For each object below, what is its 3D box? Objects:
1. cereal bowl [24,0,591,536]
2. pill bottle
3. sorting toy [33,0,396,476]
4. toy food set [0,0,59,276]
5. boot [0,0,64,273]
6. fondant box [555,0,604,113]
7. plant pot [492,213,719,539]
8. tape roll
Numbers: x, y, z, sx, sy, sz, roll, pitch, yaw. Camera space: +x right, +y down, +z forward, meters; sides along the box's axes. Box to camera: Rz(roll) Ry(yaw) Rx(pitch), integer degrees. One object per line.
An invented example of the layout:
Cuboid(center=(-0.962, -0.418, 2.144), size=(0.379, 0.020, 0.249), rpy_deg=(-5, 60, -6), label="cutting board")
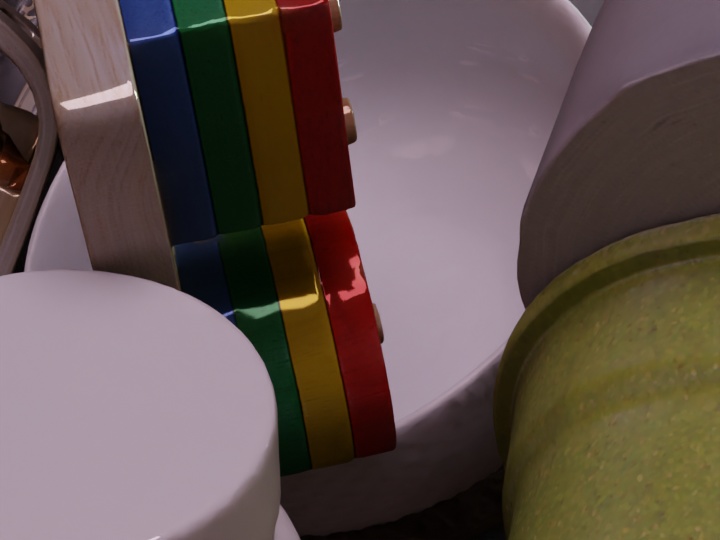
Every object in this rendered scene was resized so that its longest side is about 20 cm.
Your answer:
Cuboid(center=(0.000, 0.000, 0.794), size=(0.200, 0.083, 0.200), rpy_deg=(-16, 49, 19), label="cereal bowl")
Cuboid(center=(-0.067, 0.106, 0.591), size=(0.113, 0.200, 0.113), rpy_deg=(1, 39, -1), label="pill bottle")
Cuboid(center=(-0.042, -0.045, 0.674), size=(0.070, 0.199, 0.200), rpy_deg=(-12, 48, -4), label="sorting toy")
Cuboid(center=(-0.133, 0.020, 0.676), size=(0.060, 0.200, 0.144), rpy_deg=(22, 3, -8), label="toy food set")
Cuboid(center=(-0.154, -0.071, 0.906), size=(0.150, 0.073, 0.200), rpy_deg=(3, 61, 21), label="boot")
Cuboid(center=(0.101, -0.103, 0.904), size=(0.058, 0.144, 0.200), rpy_deg=(4, 39, 4), label="fondant box")
Cuboid(center=(0.100, 0.120, 0.610), size=(0.200, 0.200, 0.184), rpy_deg=(14, 51, 15), label="plant pot")
Cuboid(center=(0.143, -0.005, 0.643), size=(0.200, 0.200, 0.066), rpy_deg=(13, 51, 14), label="tape roll")
